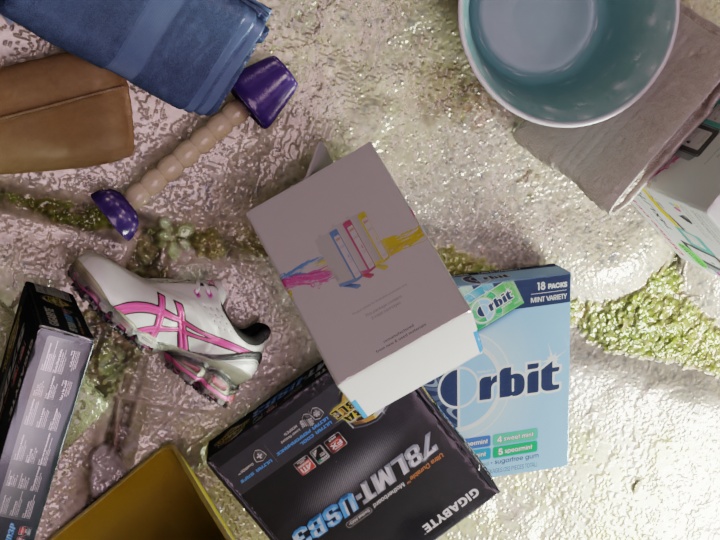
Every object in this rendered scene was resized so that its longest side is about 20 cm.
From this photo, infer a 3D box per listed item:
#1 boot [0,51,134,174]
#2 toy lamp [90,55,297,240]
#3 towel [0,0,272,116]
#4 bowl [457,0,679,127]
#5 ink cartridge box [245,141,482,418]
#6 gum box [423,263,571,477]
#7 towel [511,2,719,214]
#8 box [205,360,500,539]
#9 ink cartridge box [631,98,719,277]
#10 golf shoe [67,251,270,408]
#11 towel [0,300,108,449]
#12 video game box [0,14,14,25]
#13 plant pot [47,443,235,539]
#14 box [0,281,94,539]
[{"bbox_3d":[-0.288,-0.155,1.077,0.199,0.066,0.176,-16,119,-30],"label":"boot"},{"bbox_3d":[-0.140,-0.110,1.166,0.200,0.058,0.058,-39,112,-4],"label":"toy lamp"},{"bbox_3d":[-0.178,-0.206,1.076,0.200,0.049,0.112,25,114,-31],"label":"towel"},{"bbox_3d":[0.170,-0.230,1.203,0.200,0.105,0.202,-2,99,-11],"label":"bowl"},{"bbox_3d":[0.000,0.000,1.161,0.125,0.129,0.200,-30,69,0],"label":"ink cartridge box"},{"bbox_3d":[0.119,0.102,1.312,0.169,0.045,0.201,-6,105,-16],"label":"gum box"},{"bbox_3d":[0.249,-0.161,1.251,0.200,0.132,0.034,-48,150,0],"label":"towel"},{"bbox_3d":[-0.006,0.185,1.260,0.200,0.050,0.199,-36,103,5],"label":"box"},{"bbox_3d":[0.356,-0.083,1.260,0.146,0.200,0.147,-47,113,-1],"label":"ink cartridge box"},{"bbox_3d":[-0.167,0.034,1.188,0.200,0.073,0.092,40,83,-33],"label":"golf shoe"},{"bbox_3d":[-0.330,0.101,1.166,0.148,0.036,0.200,-47,112,-3],"label":"towel"},{"bbox_3d":[-0.257,-0.323,1.050,0.200,0.047,0.182,-35,111,10],"label":"video game box"},{"bbox_3d":[-0.169,0.315,1.200,0.200,0.200,0.177,-39,123,-6],"label":"plant pot"},{"bbox_3d":[-0.270,0.123,1.087,0.046,0.159,0.201,16,97,-20],"label":"box"}]
